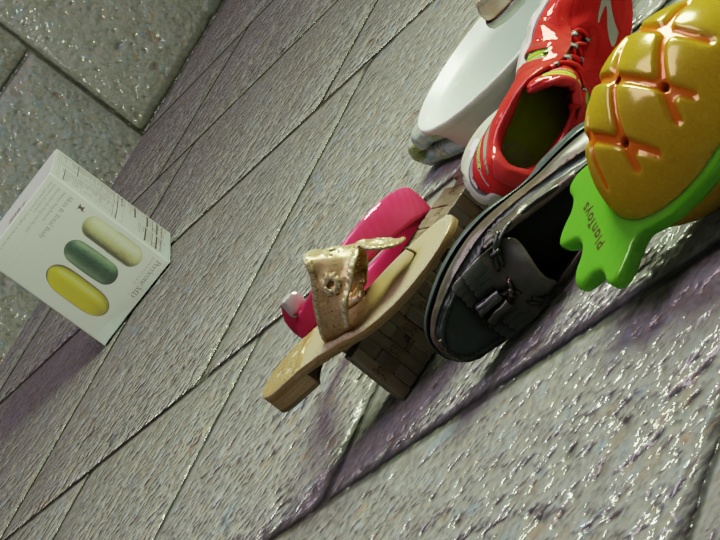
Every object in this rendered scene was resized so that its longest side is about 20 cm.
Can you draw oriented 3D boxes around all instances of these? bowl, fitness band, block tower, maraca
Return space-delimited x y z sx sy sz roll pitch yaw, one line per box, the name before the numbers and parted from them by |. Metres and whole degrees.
bowl | 0.142 -0.157 1.686 0.201 0.090 0.201 -47 12 14
fitness band | 0.000 0.000 1.746 0.144 0.037 0.200 -45 -9 -7
block tower | 0.059 -0.001 1.653 0.200 0.054 0.058 -56 12 -13
maraca | 0.181 -0.077 1.308 0.200 0.107 0.137 -56 23 25

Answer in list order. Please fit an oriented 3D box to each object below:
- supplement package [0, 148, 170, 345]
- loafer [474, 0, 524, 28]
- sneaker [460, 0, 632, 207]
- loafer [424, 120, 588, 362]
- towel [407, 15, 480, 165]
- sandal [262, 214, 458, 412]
supplement package | -0.379 -0.033 2.963 0.152 0.200 0.151 -51 13 9
loafer | 0.118 -0.265 1.724 0.072 0.063 0.200 -37 18 41
sneaker | 0.143 -0.130 1.535 0.201 0.077 0.085 -63 5 -13
loafer | 0.118 -0.019 1.469 0.200 0.072 0.063 -51 19 0
towel | 0.122 -0.183 1.931 0.172 0.048 0.200 -57 13 -18
sandal | -0.022 0.018 1.610 0.212 0.070 0.078 -46 15 29
